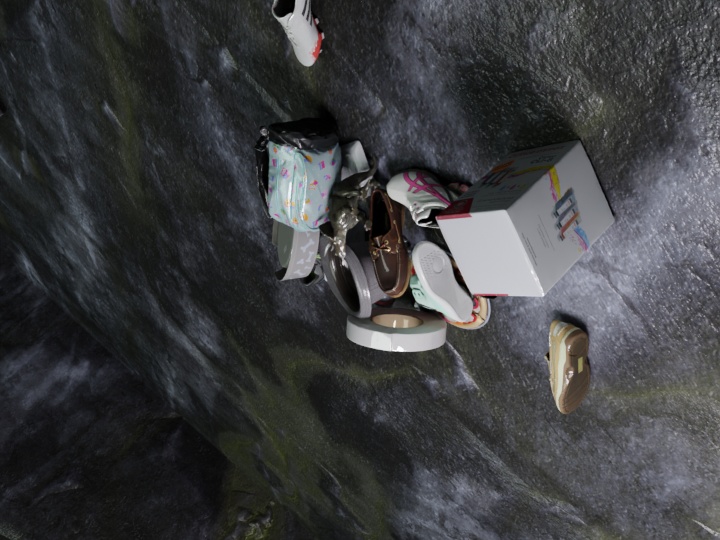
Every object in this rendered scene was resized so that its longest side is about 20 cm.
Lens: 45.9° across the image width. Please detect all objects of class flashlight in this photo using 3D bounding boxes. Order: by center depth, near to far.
[{"bbox_3d":[0.058,0.011,1.736,0.067,0.068,0.200,19,147,-3],"label":"flashlight"}]

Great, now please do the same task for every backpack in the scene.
[{"bbox_3d":[-0.109,-0.173,1.586,0.126,0.166,0.201,25,118,39],"label":"backpack"}]

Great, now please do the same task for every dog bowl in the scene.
[{"bbox_3d":[-0.134,-0.076,1.761,0.200,0.058,0.202,-176,90,-72],"label":"dog bowl"}]

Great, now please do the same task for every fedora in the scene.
[{"bbox_3d":[0.000,0.000,1.663,0.200,0.090,0.178,31,138,63],"label":"fedora"}]

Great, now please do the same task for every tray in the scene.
[{"bbox_3d":[-0.045,-0.183,1.663,0.200,0.022,0.108,-8,105,56],"label":"tray"}]

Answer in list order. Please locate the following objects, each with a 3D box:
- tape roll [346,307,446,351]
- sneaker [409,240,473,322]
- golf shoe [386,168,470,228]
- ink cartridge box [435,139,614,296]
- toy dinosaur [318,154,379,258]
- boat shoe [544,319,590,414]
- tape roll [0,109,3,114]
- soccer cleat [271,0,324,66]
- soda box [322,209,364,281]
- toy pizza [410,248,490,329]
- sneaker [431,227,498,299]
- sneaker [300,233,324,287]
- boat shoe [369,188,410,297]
[{"bbox_3d":[0.071,0.115,1.684,0.202,0.202,0.037,15,107,43],"label":"tape roll"},{"bbox_3d":[0.117,0.016,1.564,0.118,0.074,0.201,16,151,45],"label":"sneaker"},{"bbox_3d":[0.112,-0.122,1.483,0.199,0.092,0.073,21,141,42],"label":"golf shoe"},{"bbox_3d":[0.245,-0.076,1.253,0.145,0.200,0.145,-3,121,53],"label":"ink cartridge box"},{"bbox_3d":[-0.024,-0.126,1.553,0.102,0.201,0.077,4,170,40],"label":"toy dinosaur"},{"bbox_3d":[0.365,0.168,1.526,0.076,0.071,0.201,40,145,43],"label":"boat shoe"},{"bbox_3d":[-1.263,-0.484,2.757,0.200,0.200,0.066,-5,121,55],"label":"tape roll"},{"bbox_3d":[-0.111,-0.424,1.426,0.068,0.085,0.201,33,147,24],"label":"soccer cleat"},{"bbox_3d":[-0.035,-0.048,1.783,0.063,0.068,0.201,32,147,25],"label":"soda box"},{"bbox_3d":[0.166,0.040,1.659,0.200,0.032,0.201,33,147,25],"label":"toy pizza"},{"bbox_3d":[0.185,-0.032,1.474,0.199,0.106,0.075,29,145,30],"label":"sneaker"},{"bbox_3d":[-0.102,-0.036,1.870,0.071,0.083,0.200,35,144,23],"label":"sneaker"},{"bbox_3d":[0.045,-0.052,1.558,0.070,0.201,0.070,-16,158,27],"label":"boat shoe"}]
